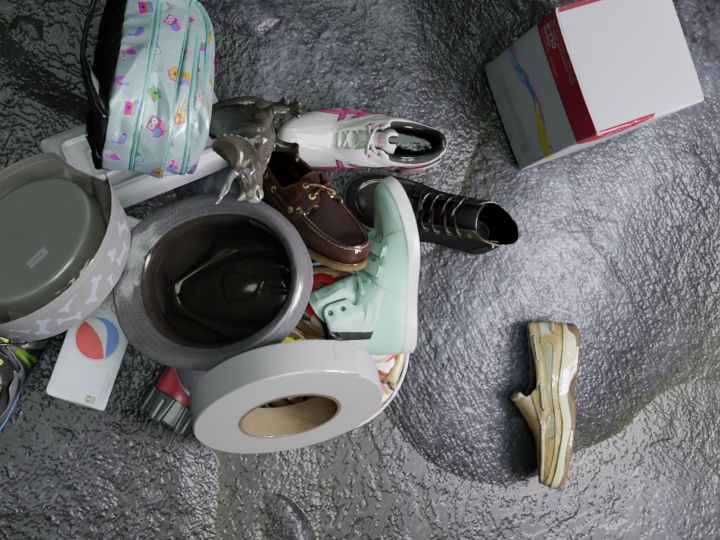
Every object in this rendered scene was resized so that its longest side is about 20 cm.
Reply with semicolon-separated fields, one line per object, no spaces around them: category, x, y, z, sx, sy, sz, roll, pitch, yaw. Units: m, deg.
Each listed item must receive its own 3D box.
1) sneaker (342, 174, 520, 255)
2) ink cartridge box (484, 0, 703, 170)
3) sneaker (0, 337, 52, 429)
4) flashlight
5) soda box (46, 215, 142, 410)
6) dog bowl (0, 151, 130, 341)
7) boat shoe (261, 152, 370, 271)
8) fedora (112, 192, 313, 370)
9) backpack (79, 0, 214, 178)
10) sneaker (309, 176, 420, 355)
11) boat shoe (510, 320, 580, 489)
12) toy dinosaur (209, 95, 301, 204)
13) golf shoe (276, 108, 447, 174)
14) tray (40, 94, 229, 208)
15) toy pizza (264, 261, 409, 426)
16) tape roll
sneaker;0.083;-0.071;0.985;0.199;0.106;0.075;13;84;-14
ink cartridge box;0.262;-0.220;0.992;0.145;0.200;0.145;-20;90;-15
sneaker;-0.364;0.085;0.871;0.070;0.083;0.201;22;79;-12
flashlight;-0.161;0.084;0.936;0.068;0.068;0.201;41;76;-37
soda box;-0.269;0.042;0.906;0.063;0.068;0.201;19;83;-13
dog bowl;-0.317;-0.020;0.835;0.199;0.059;0.201;-10;57;15
boat shoe;-0.061;-0.075;0.907;0.070;0.200;0.071;-17;134;-42
fedora;-0.142;0.015;0.874;0.199;0.090;0.178;-15;78;4
backpack;-0.212;-0.192;0.855;0.126;0.167;0.201;4;61;-12
sneaker;0.000;0.000;0.931;0.117;0.074;0.202;-5;102;-14
boat shoe;0.220;0.162;1.040;0.076;0.072;0.201;5;79;0
toy dinosaur;-0.123;-0.153;0.889;0.102;0.200;0.077;-8;130;-23
golf shoe;0.003;-0.153;0.976;0.199;0.092;0.073;0;88;-13
tray;-0.239;-0.135;0.934;0.199;0.022;0.108;-24;80;-15
toy pizza;-0.035;0.089;0.986;0.199;0.032;0.202;1;87;-15
tape roll;-0.075;0.134;0.877;0.201;0.203;0.037;-4;59;-15
